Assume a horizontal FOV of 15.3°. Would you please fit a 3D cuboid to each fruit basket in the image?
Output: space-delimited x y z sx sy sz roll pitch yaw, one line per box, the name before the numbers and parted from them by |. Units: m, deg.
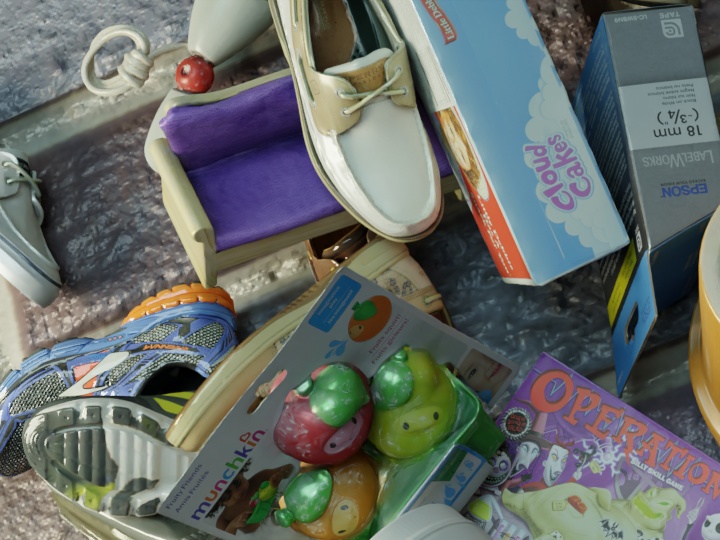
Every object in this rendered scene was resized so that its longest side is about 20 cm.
fruit basket | -0.006 0.104 1.624 0.094 0.200 0.186 42 98 34

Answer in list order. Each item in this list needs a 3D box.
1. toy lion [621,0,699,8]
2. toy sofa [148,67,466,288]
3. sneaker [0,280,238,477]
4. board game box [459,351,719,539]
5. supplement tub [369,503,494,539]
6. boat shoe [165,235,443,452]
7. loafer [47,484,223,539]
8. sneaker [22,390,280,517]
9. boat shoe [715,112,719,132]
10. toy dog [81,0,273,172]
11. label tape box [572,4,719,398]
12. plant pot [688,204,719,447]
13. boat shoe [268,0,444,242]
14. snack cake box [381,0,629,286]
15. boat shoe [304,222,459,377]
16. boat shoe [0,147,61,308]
toy lion | 0.125 -0.210 1.736 0.190 0.200 0.069 6 96 10
toy sofa | -0.028 -0.074 1.708 0.199 0.098 0.083 -19 56 -14
sneaker | -0.167 0.083 1.782 0.199 0.075 0.079 -31 52 8
board game box | 0.160 0.150 1.659 0.199 0.032 0.120 32 81 29
supplement tub | 0.082 0.247 1.590 0.200 0.132 0.132 39 86 30
boat shoe | -0.034 0.054 1.669 0.200 0.073 0.063 -39 88 -18
loafer | -0.132 0.179 1.730 0.199 0.075 0.070 25 121 42
sneaker | -0.120 0.114 1.722 0.199 0.085 0.075 7 105 -13
boat shoe | 0.292 -0.080 1.684 0.199 0.065 0.072 2 69 22
toy dog | -0.087 -0.163 1.867 0.200 0.096 0.132 -50 62 13
label tape box | 0.183 -0.041 1.659 0.063 0.144 0.201 -6 68 -6
plant pot | 0.279 0.026 1.576 0.199 0.183 0.201 -8 66 18
boat shoe | -0.004 -0.114 1.653 0.074 0.068 0.201 -24 82 -14
snack cake box | 0.086 -0.094 1.638 0.067 0.115 0.201 -25 94 -8
boat shoe | 0.000 -0.001 1.761 0.072 0.068 0.201 -31 61 6
boat shoe | -0.259 -0.059 1.881 0.067 0.074 0.200 -44 60 2
